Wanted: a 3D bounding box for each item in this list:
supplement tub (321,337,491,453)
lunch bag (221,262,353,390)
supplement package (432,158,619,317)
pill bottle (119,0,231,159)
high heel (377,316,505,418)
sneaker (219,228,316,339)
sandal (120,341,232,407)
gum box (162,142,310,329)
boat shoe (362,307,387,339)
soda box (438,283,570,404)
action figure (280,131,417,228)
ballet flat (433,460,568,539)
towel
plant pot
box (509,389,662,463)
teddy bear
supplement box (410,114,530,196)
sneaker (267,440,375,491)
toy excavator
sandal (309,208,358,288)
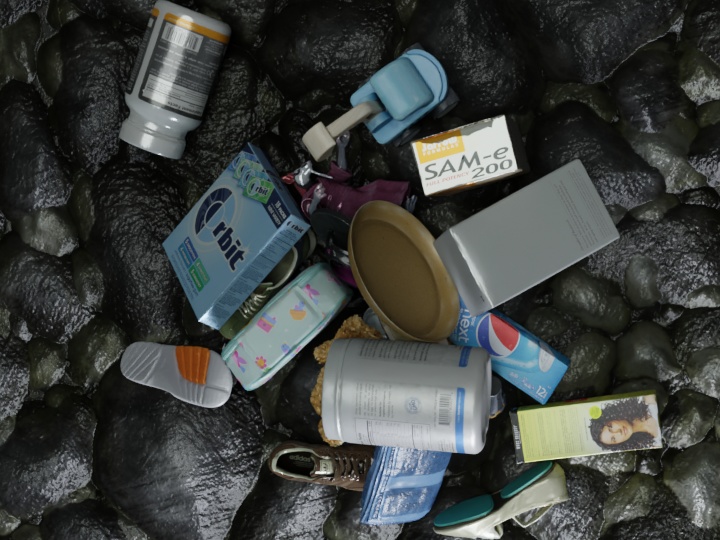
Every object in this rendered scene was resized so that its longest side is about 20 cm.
[{"bbox_3d":[0.060,0.154,1.574,0.196,0.132,0.134,4,94,12],"label":"supplement tub"},{"bbox_3d":[-0.102,0.076,1.739,0.200,0.160,0.077,-42,89,6],"label":"lunch bag"},{"bbox_3d":[0.213,-0.040,1.646,0.198,0.117,0.119,-28,87,-11],"label":"supplement package"},{"bbox_3d":[-0.264,-0.267,1.776,0.115,0.116,0.203,22,99,11],"label":"pill bottle"},{"bbox_3d":[0.108,0.131,1.711,0.199,0.143,0.072,34,78,16],"label":"high heel"},{"bbox_3d":[-0.144,0.016,1.777,0.067,0.090,0.201,42,101,6],"label":"sneaker"},{"bbox_3d":[-0.256,0.147,1.832,0.204,0.059,0.080,13,79,33],"label":"sandal"},{"bbox_3d":[-0.176,-0.049,1.753,0.200,0.044,0.171,-46,46,15],"label":"gum box"},{"bbox_3d":[0.044,0.148,1.754,0.073,0.065,0.206,-10,91,13],"label":"boat shoe"},{"bbox_3d":[0.186,0.096,1.717,0.199,0.068,0.065,34,100,9],"label":"soda box"},{"bbox_3d":[-0.019,-0.094,1.757,0.198,0.134,0.150,22,141,23],"label":"action figure"},{"bbox_3d":[0.196,0.331,1.733,0.198,0.069,0.070,-28,87,13],"label":"ballet flat"},{"bbox_3d":[0.069,0.262,1.708,0.110,0.049,0.202,-1,125,-22],"label":"towel"},{"bbox_3d":[0.051,0.005,1.628,0.027,0.199,0.202,-32,86,34],"label":"plant pot"},{"bbox_3d":[0.304,0.210,1.706,0.197,0.050,0.077,-10,91,14],"label":"box"},{"bbox_3d":[-0.029,0.153,1.721,0.066,0.200,0.147,6,65,-20],"label":"teddy bear"},{"bbox_3d":[0.147,-0.146,1.645,0.124,0.200,0.075,-15,90,13],"label":"supplement box"},{"bbox_3d":[-0.035,0.279,1.774,0.196,0.075,0.072,0,93,13],"label":"sneaker"},{"bbox_3d":[0.023,-0.217,1.669,0.193,0.200,0.101,-36,85,12],"label":"toy excavator"},{"bbox_3d":[0.001,0.000,1.689,0.075,0.048,0.201,-20,115,48],"label":"sandal"}]
